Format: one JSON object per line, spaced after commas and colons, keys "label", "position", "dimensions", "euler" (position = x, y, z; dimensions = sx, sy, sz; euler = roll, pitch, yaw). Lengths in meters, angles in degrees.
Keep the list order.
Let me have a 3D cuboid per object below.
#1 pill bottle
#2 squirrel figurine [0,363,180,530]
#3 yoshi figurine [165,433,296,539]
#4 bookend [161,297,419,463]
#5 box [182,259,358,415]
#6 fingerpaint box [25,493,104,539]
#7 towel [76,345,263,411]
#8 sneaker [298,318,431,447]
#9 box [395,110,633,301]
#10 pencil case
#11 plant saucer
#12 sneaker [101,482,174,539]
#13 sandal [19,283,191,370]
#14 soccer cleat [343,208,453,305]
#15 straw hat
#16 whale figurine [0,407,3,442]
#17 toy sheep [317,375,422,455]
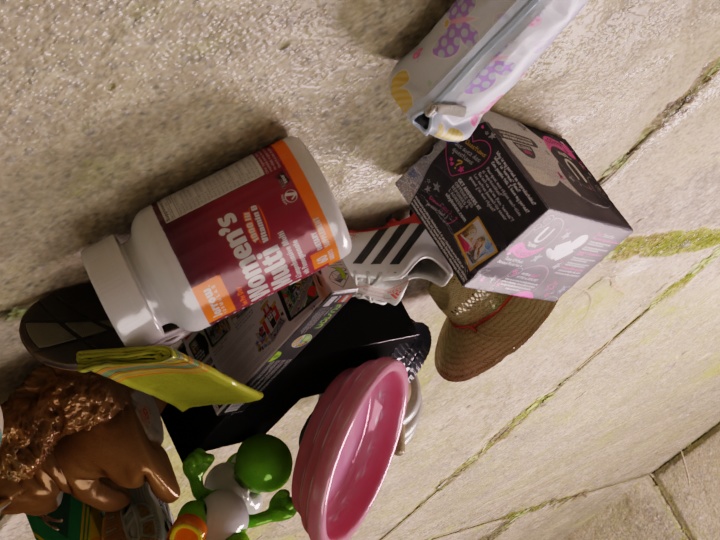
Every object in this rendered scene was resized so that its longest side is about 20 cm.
{"label": "pill bottle", "position": [-0.116, -0.019, 1.110], "dimensions": [0.199, 0.110, 0.110], "euler": [-27, 158, -6]}
{"label": "squirrel figurine", "position": [-0.291, 0.160, 1.294], "dimensions": [0.185, 0.142, 0.200], "euler": [-22, 145, 11]}
{"label": "yoshi figurine", "position": [-0.121, 0.224, 1.368], "dimensions": [0.111, 0.113, 0.200], "euler": [-5, -160, 11]}
{"label": "bookend", "position": [-0.080, 0.093, 1.414], "dimensions": [0.199, 0.093, 0.199], "euler": [-9, 152, -42]}
{"label": "box", "position": [-0.091, 0.032, 1.247], "dimensions": [0.035, 0.111, 0.200], "euler": [-5, 148, -45]}
{"label": "fingerpaint box", "position": [-0.270, 0.274, 1.472], "dimensions": [0.073, 0.168, 0.200], "euler": [-32, 157, 8]}
{"label": "towel", "position": [-0.156, 0.094, 1.161], "dimensions": [0.085, 0.018, 0.200], "euler": [-4, 164, 17]}
{"label": "sneaker", "position": [-0.009, 0.127, 1.506], "dimensions": [0.200, 0.082, 0.070], "euler": [-45, 130, -22]}
{"label": "box", "position": [0.150, -0.061, 1.308], "dimensions": [0.115, 0.133, 0.199], "euler": [-42, 155, 22]}
{"label": "pencil case", "position": [0.106, -0.188, 1.051], "dimensions": [0.200, 0.083, 0.091], "euler": [-46, 174, 33]}
{"label": "plant saucer", "position": [-0.014, 0.178, 1.376], "dimensions": [0.201, 0.050, 0.202], "euler": [-54, 155, -40]}
{"label": "sneaker", "position": [-0.230, 0.238, 1.397], "dimensions": [0.075, 0.201, 0.088], "euler": [-16, 137, 4]}
{"label": "sandal", "position": [-0.200, 0.045, 1.195], "dimensions": [0.199, 0.082, 0.055], "euler": [-21, 152, -37]}
{"label": "soccer cleat", "position": [0.000, 0.000, 1.319], "dimensions": [0.199, 0.086, 0.069], "euler": [-15, 154, -31]}
{"label": "straw hat", "position": [0.124, 0.017, 1.494], "dimensions": [0.085, 0.202, 0.201], "euler": [39, 117, -22]}
{"label": "whale figurine", "position": [-0.371, 0.126, 1.104], "dimensions": [0.158, 0.105, 0.200], "euler": [-6, 148, 8]}
{"label": "toy sheep", "position": [0.009, 0.163, 1.618], "dimensions": [0.137, 0.139, 0.200], "euler": [-16, 166, -28]}
